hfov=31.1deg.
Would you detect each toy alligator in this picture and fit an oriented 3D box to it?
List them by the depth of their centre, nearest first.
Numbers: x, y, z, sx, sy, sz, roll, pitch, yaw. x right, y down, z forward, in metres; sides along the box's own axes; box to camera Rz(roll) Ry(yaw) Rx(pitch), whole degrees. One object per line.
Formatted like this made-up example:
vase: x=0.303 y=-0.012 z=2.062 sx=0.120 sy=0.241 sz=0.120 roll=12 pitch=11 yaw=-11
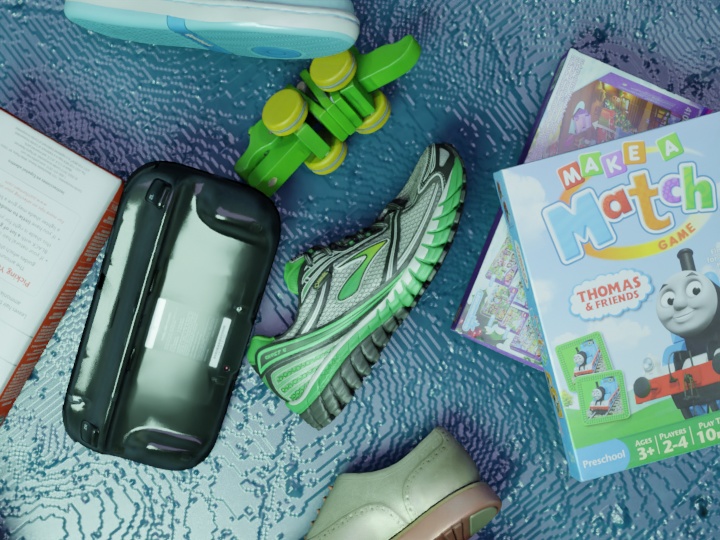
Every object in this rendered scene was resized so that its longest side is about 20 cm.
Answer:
toy alligator: x=-0.046 y=-0.091 z=0.846 sx=0.200 sy=0.059 sz=0.054 roll=-42 pitch=46 yaw=5

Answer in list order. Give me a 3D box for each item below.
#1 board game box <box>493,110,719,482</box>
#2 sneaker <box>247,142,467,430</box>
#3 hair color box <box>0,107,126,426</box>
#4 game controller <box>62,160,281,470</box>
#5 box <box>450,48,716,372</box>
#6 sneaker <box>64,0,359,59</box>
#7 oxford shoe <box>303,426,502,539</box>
board game box: x=0.182 y=0.015 z=0.816 sx=0.150 sy=0.037 sz=0.202 roll=-15 pitch=90 yaw=-2
sneaker: x=0.000 y=0.000 z=0.830 sx=0.085 sy=0.078 sz=0.201 roll=35 pitch=89 yaw=0
hair color box: x=-0.240 y=0.006 z=0.832 sx=0.101 sy=0.061 sz=0.201 roll=30 pitch=88 yaw=-1
game controller: x=-0.122 y=0.033 z=0.830 sx=0.104 sy=0.042 sz=0.201 roll=15 pitch=105 yaw=-15
box: x=0.159 y=-0.026 z=0.854 sx=0.136 sy=0.039 sz=0.201 roll=23 pitch=89 yaw=-1
sneaker: x=-0.088 y=-0.206 z=0.810 sx=0.198 sy=0.079 sz=0.132 roll=10 pitch=87 yaw=17
oxford shoe: x=-0.008 y=0.177 z=0.845 sx=0.199 sy=0.071 sz=0.074 roll=-30 pitch=65 yaw=-1
